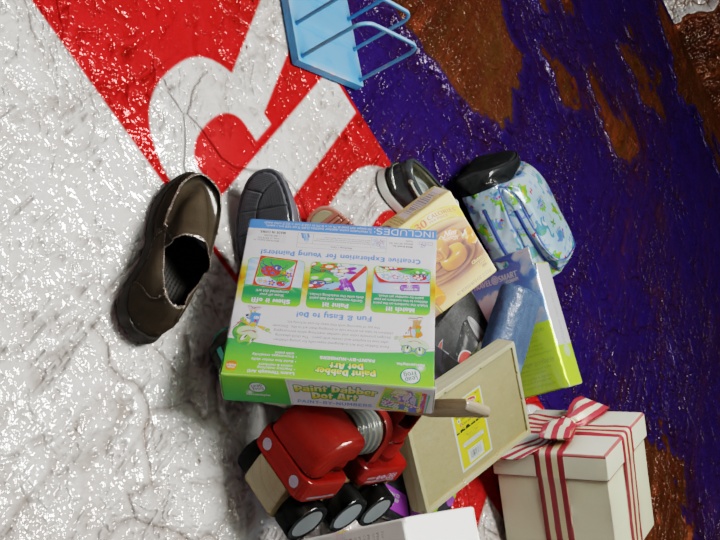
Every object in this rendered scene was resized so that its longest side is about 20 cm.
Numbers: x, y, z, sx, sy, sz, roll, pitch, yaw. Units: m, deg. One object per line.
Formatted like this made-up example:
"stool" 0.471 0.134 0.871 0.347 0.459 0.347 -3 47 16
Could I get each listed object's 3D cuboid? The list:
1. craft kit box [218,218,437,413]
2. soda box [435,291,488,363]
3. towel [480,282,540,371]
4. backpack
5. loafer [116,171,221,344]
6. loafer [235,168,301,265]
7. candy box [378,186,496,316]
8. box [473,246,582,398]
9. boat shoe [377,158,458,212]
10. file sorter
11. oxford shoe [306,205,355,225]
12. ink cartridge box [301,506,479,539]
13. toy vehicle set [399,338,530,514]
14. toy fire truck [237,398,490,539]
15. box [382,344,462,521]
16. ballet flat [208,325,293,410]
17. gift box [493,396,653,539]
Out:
"craft kit box" -0.024 0.039 0.966 0.049 0.197 0.199 92 3 -46
"soda box" 0.097 0.096 1.284 0.071 0.063 0.200 62 35 -10
"towel" 0.186 0.119 1.335 0.112 0.048 0.203 31 76 -66
"backpack" 0.239 -0.075 1.525 0.163 0.152 0.203 -39 118 -62
"loafer" -0.167 -0.019 0.962 0.073 0.071 0.202 42 43 -34
"loafer" -0.090 -0.007 1.083 0.063 0.071 0.203 21 61 -71
"candy box" 0.045 0.009 1.153 0.116 0.199 0.055 56 -7 -18
"box" 0.230 0.079 1.429 0.047 0.121 0.203 -2 75 -51
"boat shoe" 0.104 -0.085 1.390 0.199 0.060 0.077 33 48 -42
"file sorter" -0.018 -0.368 1.310 0.138 0.122 0.203 9 65 -53
"oxford shoe" 0.000 0.000 1.213 0.201 0.070 0.074 55 11 -19
"ink cartridge box" 0.030 0.307 0.957 0.128 0.198 0.127 8 66 -52
"toy vehicle set" 0.120 0.177 1.157 0.199 0.026 0.126 -27 112 -39
"toy fire truck" 0.009 0.164 0.970 0.175 0.201 0.129 9 33 -52
"box" 0.075 0.199 1.159 0.143 0.036 0.202 36 68 -39
"ballet flat" -0.073 0.122 1.024 0.199 0.068 0.069 26 26 -37
"gift box" 0.272 0.282 1.339 0.184 0.197 0.190 -24 108 -60
